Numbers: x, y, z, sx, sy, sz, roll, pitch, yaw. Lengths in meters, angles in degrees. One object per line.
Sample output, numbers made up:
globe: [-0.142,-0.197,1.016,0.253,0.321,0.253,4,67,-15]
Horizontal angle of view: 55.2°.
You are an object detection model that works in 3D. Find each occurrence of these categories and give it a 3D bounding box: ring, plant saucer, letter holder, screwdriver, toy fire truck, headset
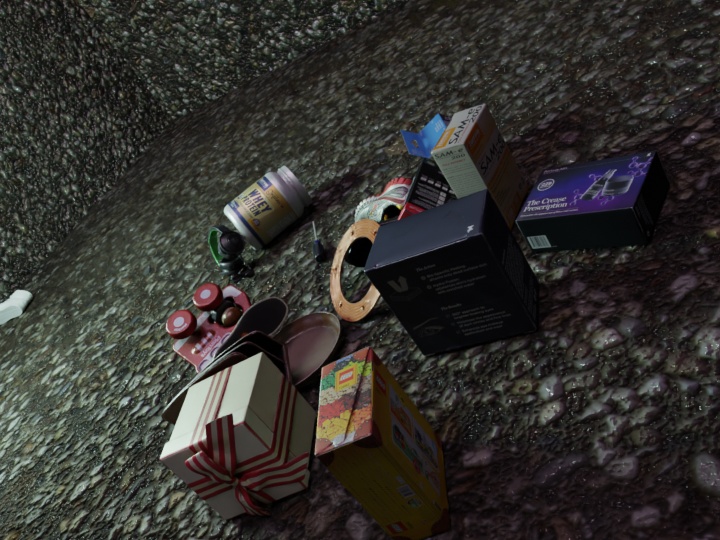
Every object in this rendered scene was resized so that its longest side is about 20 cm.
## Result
ring: [0.000,0.000,1.325,0.200,0.019,0.201,-24,61,52]
plant saucer: [-0.116,0.160,1.302,0.200,0.032,0.200,-27,31,17]
letter holder: [-0.243,0.196,1.220,0.200,0.142,0.101,-40,36,18]
screwdriver: [-0.107,-0.078,1.639,0.028,0.029,0.200,-31,34,9]
toy fire truck: [-0.309,0.131,1.500,0.168,0.112,0.200,28,66,33]
headset: [-0.336,-0.033,1.735,0.094,0.124,0.200,-24,44,-35]

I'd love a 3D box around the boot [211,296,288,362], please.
boot: [-0.231,0.144,1.386,0.200,0.072,0.144,-48,-2,-29]

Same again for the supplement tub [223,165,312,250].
supplement tub: [-0.239,-0.166,1.800,0.200,0.145,0.144,-40,29,-6]

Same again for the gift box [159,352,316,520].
gift box: [-0.177,0.255,1.070,0.200,0.185,0.187,-31,26,23]

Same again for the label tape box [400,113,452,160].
label tape box: [0.194,-0.267,1.429,0.144,0.199,0.063,-100,28,-59]

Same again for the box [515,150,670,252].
box: [0.375,-0.109,1.118,0.200,0.079,0.141,-4,39,44]

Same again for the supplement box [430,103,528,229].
supplement box: [0.223,-0.182,1.259,0.073,0.200,0.126,-8,40,41]

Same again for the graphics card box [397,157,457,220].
graphics card box: [0.151,-0.130,1.329,0.200,0.125,0.051,-69,4,-48]

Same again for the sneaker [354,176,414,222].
sneaker: [0.047,-0.119,1.457,0.200,0.078,0.082,-39,39,52]

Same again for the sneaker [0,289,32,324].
sneaker: [-1.354,0.139,2.655,0.199,0.074,0.116,-14,33,18]

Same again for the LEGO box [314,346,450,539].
LEGO box: [0.031,0.222,0.872,0.077,0.200,0.149,-26,30,17]

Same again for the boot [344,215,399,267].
boot: [0.055,-0.033,1.350,0.211,0.080,0.158,-25,31,19]

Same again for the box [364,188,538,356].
box: [0.145,0.009,1.063,0.196,0.200,0.118,-18,33,30]
